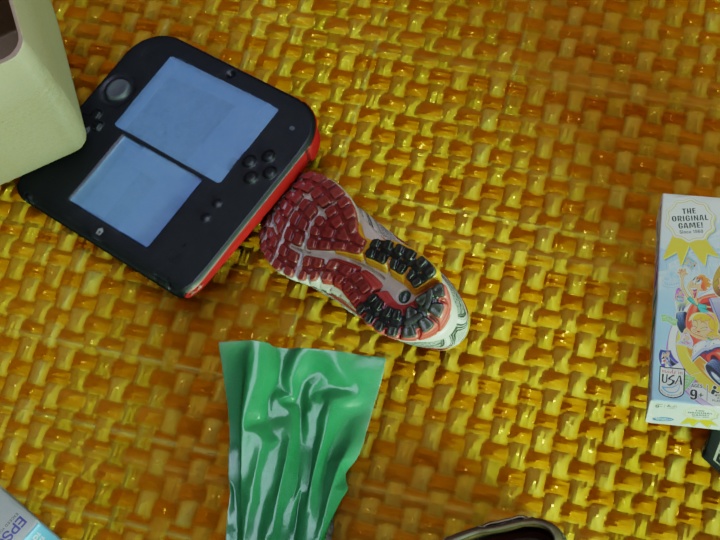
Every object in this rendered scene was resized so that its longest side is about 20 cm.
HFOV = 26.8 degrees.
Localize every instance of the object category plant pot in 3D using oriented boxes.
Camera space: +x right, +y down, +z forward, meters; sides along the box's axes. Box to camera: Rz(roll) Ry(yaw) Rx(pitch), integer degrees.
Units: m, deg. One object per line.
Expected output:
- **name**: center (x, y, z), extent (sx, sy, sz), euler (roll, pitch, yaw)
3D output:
- **plant pot**: center (-0.315, -0.158, 1.132), extent (0.200, 0.177, 0.200), euler (-23, 63, 8)

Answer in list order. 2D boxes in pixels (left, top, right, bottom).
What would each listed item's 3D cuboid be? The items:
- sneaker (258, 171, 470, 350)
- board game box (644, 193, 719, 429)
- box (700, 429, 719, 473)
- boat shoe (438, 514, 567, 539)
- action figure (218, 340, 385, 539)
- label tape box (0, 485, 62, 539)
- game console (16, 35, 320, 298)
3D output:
- **sneaker**: center (0.000, 0.000, 1.106), extent (0.078, 0.082, 0.200), euler (-51, 54, 3)
- **board game box**: center (0.268, 0.029, 0.864), extent (0.200, 0.034, 0.135), euler (5, 63, 7)
- **box**: center (0.335, 0.109, 0.948), extent (0.123, 0.198, 0.200), euler (-41, 68, -15)
- **boat shoe**: center (0.042, 0.211, 0.992), extent (0.202, 0.075, 0.075), euler (-25, 65, -7)
- **action figure**: center (-0.051, 0.153, 1.040), extent (0.118, 0.055, 0.200), euler (5, 72, 5)
- **label tape box**: center (-0.282, 0.211, 1.026), extent (0.200, 0.066, 0.143), euler (35, 72, 21)
- **game console**: center (-0.145, -0.086, 1.155), extent (0.200, 0.031, 0.177), euler (29, 69, 31)
